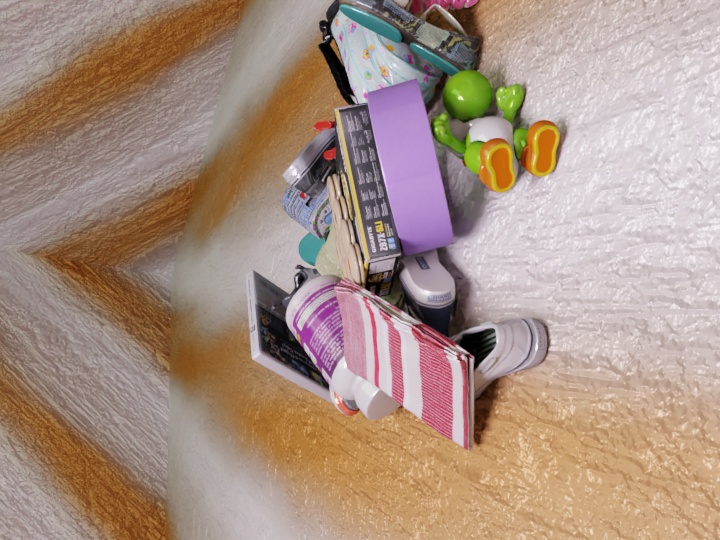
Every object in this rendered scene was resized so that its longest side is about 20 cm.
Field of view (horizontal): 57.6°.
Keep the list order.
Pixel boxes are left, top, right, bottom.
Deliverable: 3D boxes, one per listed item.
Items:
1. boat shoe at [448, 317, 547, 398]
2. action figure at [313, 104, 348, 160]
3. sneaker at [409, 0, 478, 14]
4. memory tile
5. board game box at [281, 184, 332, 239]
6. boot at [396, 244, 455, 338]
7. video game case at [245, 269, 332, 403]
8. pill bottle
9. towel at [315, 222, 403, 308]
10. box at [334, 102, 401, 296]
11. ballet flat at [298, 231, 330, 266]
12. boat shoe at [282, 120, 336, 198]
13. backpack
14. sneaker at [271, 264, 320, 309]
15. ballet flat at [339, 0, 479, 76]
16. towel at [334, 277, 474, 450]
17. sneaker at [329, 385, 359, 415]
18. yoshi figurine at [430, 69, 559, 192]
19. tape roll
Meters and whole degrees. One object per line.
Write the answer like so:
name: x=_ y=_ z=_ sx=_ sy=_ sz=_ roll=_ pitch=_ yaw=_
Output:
boat shoe: x=0.118 y=0.093 z=0.721 sx=0.200 sy=0.065 sz=0.075 roll=133 pitch=141 yaw=-53
action figure: x=-0.014 y=-0.224 z=1.022 sx=0.098 sy=0.199 sz=0.067 roll=-7 pitch=110 yaw=41
sneaker: x=0.068 y=-0.393 z=0.896 sx=0.088 sy=0.195 sz=0.075 roll=-90 pitch=-4 yaw=-56
memory tile: x=-0.017 y=-0.015 z=0.861 sx=0.202 sy=0.016 sz=0.156 roll=-107 pitch=9 yaw=-48
board game box: x=-0.038 y=-0.158 z=1.110 sx=0.201 sy=0.062 sz=0.199 roll=-49 pitch=33 yaw=-4
boot: x=0.074 y=0.020 z=0.859 sx=0.201 sy=0.071 sz=0.092 roll=-102 pitch=10 yaw=-61
video game case: x=-0.117 y=0.114 z=1.123 sx=0.023 sy=0.199 sz=0.184 roll=-34 pitch=43 yaw=20
pill bottle: x=-0.015 y=0.108 z=0.924 sx=0.200 sy=0.111 sz=0.114 roll=48 pitch=128 yaw=35
towel: x=0.000 y=0.000 z=1.003 sx=0.201 sy=0.036 sz=0.150 roll=53 pitch=134 yaw=35
box: x=0.005 y=-0.082 z=0.842 sx=0.160 sy=0.048 sz=0.205 roll=91 pitch=168 yaw=-73
ballet flat: x=-0.038 y=-0.049 z=1.139 sx=0.199 sy=0.069 sz=0.072 roll=-17 pitch=66 yaw=56
boat shoe: x=-0.060 y=-0.171 z=1.036 sx=0.072 sy=0.071 sz=0.201 roll=-34 pitch=17 yaw=37
backpack: x=0.037 y=-0.315 z=0.965 sx=0.127 sy=0.163 sz=0.204 roll=-52 pitch=44 yaw=49
sneaker: x=-0.087 y=0.084 z=1.112 sx=0.078 sy=0.137 sz=0.204 roll=-43 pitch=43 yaw=46
ballet flat: x=0.069 y=-0.323 z=0.854 sx=0.075 sy=0.197 sz=0.074 roll=-60 pitch=9 yaw=17
towel: x=0.047 y=0.107 z=0.745 sx=0.198 sy=0.023 sz=0.146 roll=29 pitch=139 yaw=39
sneaker: x=-0.009 y=0.120 z=1.030 sx=0.081 sy=0.076 sz=0.204 roll=-35 pitch=56 yaw=40
yoshi figurine: x=0.138 y=-0.170 z=0.741 sx=0.113 sy=0.111 sz=0.201 roll=-57 pitch=27 yaw=13
tape roll: x=0.062 y=-0.125 z=0.804 sx=0.200 sy=0.064 sz=0.205 roll=-14 pitch=-89 yaw=-84
